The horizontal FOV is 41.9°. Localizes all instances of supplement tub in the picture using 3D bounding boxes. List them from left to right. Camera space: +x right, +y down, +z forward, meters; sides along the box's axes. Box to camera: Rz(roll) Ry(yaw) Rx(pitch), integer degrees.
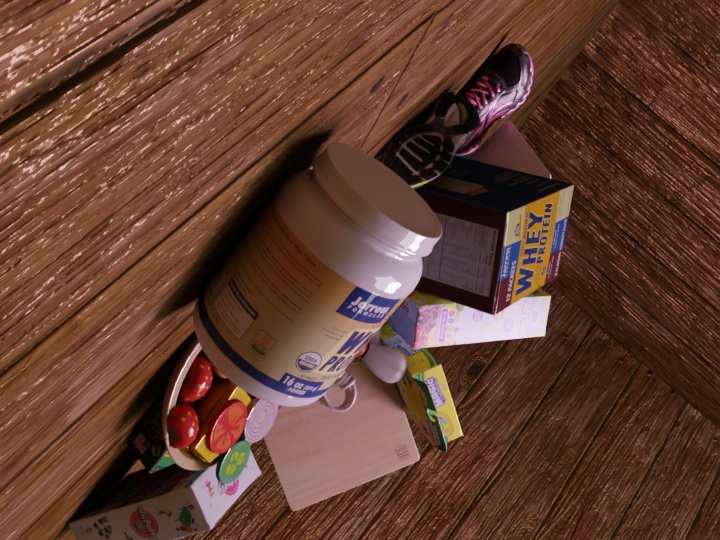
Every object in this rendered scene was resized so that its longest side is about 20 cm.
[{"bbox_3d":[-0.037,0.004,0.816,0.200,0.144,0.144,-51,175,21],"label":"supplement tub"}]

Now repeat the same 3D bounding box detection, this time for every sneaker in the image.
[{"bbox_3d":[0.081,-0.148,1.191,0.200,0.074,0.081,-43,176,-42],"label":"sneaker"},{"bbox_3d":[0.169,-0.237,1.349,0.095,0.079,0.200,-24,156,-52],"label":"sneaker"}]

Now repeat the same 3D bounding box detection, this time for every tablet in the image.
[{"bbox_3d":[0.175,-0.112,1.380,0.200,0.130,0.014,-44,143,21],"label":"tablet"}]

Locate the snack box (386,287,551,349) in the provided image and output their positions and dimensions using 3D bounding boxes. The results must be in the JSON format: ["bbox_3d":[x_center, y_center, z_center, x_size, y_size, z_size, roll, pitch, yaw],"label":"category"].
[{"bbox_3d":[0.128,0.037,1.282,0.169,0.199,0.068,-137,-131,-58],"label":"snack box"}]

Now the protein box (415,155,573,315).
[{"bbox_3d":[0.142,-0.056,1.243,0.198,0.200,0.135,-23,125,-52],"label":"protein box"}]

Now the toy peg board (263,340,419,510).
[{"bbox_3d":[-0.044,0.207,1.366,0.199,0.200,0.098,-20,-168,-6],"label":"toy peg board"}]

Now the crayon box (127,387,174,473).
[{"bbox_3d":[-0.173,0.164,1.151,0.127,0.051,0.200,-52,161,27],"label":"crayon box"}]

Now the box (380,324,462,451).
[{"bbox_3d":[0.080,0.156,1.291,0.048,0.118,0.200,-21,-158,-8],"label":"box"}]

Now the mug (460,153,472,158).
[{"bbox_3d":[0.149,-0.117,1.526,0.114,0.152,0.185,-46,-169,-11],"label":"mug"}]

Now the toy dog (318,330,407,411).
[{"bbox_3d":[-0.035,0.075,1.237,0.132,0.200,0.096,-33,-174,3],"label":"toy dog"}]

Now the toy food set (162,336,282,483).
[{"bbox_3d":[-0.138,0.130,1.032,0.200,0.049,0.198,-58,151,-20],"label":"toy food set"}]

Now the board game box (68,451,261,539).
[{"bbox_3d":[-0.248,0.293,1.211,0.200,0.064,0.148,-21,-172,23],"label":"board game box"}]
